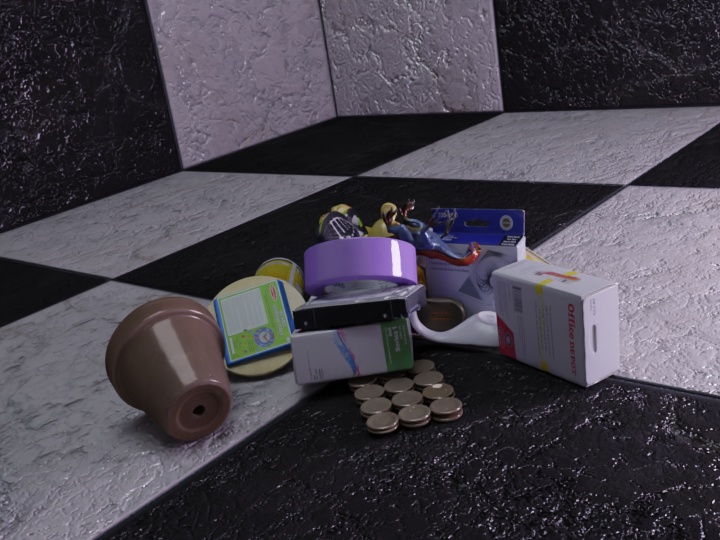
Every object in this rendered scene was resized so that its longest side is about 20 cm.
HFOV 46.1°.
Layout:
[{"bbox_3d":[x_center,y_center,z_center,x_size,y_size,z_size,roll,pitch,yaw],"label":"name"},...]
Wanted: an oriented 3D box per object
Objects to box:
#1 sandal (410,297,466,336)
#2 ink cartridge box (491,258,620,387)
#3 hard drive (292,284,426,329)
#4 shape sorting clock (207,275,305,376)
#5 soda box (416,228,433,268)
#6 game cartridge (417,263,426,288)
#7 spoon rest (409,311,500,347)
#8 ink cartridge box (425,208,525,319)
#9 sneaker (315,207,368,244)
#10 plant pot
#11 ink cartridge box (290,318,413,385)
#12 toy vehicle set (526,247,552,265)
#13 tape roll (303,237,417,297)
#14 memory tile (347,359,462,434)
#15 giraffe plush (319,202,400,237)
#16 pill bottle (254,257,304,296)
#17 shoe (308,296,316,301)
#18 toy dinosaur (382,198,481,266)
[{"bbox_3d":[0.094,0.089,1.513,0.195,0.082,0.054,-4,18,3],"label":"sandal"},{"bbox_3d":[0.305,0.078,1.325,0.082,0.149,0.199,-17,20,-28],"label":"ink cartridge box"},{"bbox_3d":[0.001,0.059,1.399,0.195,0.039,0.139,-6,6,19],"label":"hard drive"},{"bbox_3d":[-0.188,0.099,1.527,0.195,0.040,0.204,-4,58,6],"label":"shape sorting clock"},{"bbox_3d":[0.208,-0.017,1.645,0.196,0.065,0.069,20,18,-7],"label":"soda box"},{"bbox_3d":[0.046,0.043,1.646,0.174,0.033,0.201,-32,17,11],"label":"game cartridge"},{"bbox_3d":[0.178,0.099,1.466,0.195,0.062,0.100,12,21,5],"label":"spoon rest"},{"bbox_3d":[0.207,-0.008,1.535,0.196,0.205,0.040,3,13,36],"label":"ink cartridge box"},{"bbox_3d":[-0.044,-0.058,1.532,0.081,0.074,0.200,-40,-6,16],"label":"sneaker"},{"bbox_3d":[-0.285,0.173,1.337,0.197,0.204,0.175,-18,39,-25],"label":"plant pot"},{"bbox_3d":[-0.012,0.122,1.419,0.195,0.086,0.145,-9,7,4],"label":"ink cartridge box"},{"bbox_3d":[0.304,-0.020,1.618,0.123,0.027,0.199,4,27,-47],"label":"toy vehicle set"},{"bbox_3d":[0.000,0.000,1.466,0.195,0.067,0.200,-2,-13,0],"label":"tape roll"},{"bbox_3d":[0.067,0.194,1.313,0.150,0.017,0.200,-13,18,-8],"label":"memory tile"},{"bbox_3d":[0.020,-0.056,1.668,0.159,0.175,0.202,-19,28,21],"label":"giraffe plush"},{"bbox_3d":[-0.168,0.057,1.680,0.110,0.115,0.201,-9,18,2],"label":"pill bottle"},{"bbox_3d":[-0.063,0.091,1.604,0.089,0.073,0.200,2,27,28],"label":"shoe"},{"bbox_3d":[0.126,-0.050,1.526,0.104,0.202,0.182,-16,56,-44],"label":"toy dinosaur"}]
